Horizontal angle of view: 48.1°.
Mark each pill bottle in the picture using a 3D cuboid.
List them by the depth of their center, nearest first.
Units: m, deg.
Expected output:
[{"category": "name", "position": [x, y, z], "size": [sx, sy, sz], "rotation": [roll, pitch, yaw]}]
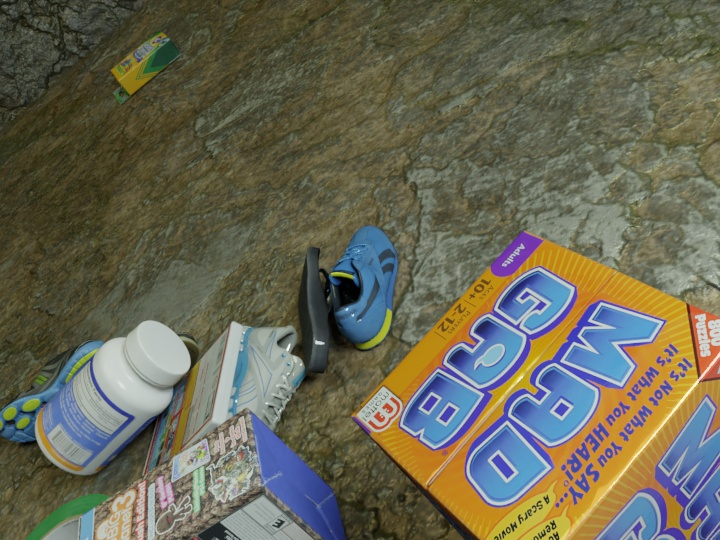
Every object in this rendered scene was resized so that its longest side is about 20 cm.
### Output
[{"category": "pill bottle", "position": [-0.307, 0.156, 1.015], "size": [0.200, 0.112, 0.113], "rotation": [-43, 33, 17]}]

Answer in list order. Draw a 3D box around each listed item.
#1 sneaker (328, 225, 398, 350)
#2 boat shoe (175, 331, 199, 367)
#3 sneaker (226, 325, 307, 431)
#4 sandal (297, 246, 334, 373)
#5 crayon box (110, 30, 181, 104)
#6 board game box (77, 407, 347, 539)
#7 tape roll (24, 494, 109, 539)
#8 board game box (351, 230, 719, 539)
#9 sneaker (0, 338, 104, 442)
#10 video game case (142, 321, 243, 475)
[{"category": "sneaker", "position": [0.000, 0.000, 0.984], "size": [0.065, 0.079, 0.201], "rotation": [-23, 37, 23]}, {"category": "boat shoe", "position": [-0.309, 0.133, 1.110], "size": [0.200, 0.072, 0.066], "rotation": [-33, 41, 15]}, {"category": "sneaker", "position": [-0.105, 0.137, 0.935], "size": [0.086, 0.075, 0.202], "rotation": [-12, 46, 9]}, {"category": "sandal", "position": [-0.049, 0.050, 0.993], "size": [0.042, 0.077, 0.201], "rotation": [5, 39, -12]}, {"category": "crayon box", "position": [-0.559, -0.520, 2.053], "size": [0.200, 0.052, 0.126], "rotation": [-41, 36, -3]}, {"category": "board game box", "position": [-0.134, 0.254, 0.752], "size": [0.199, 0.160, 0.097], "rotation": [-33, 35, 6]}, {"category": "tape roll", "position": [-0.328, 0.354, 0.906], "size": [0.199, 0.048, 0.202], "rotation": [-23, 39, 20]}, {"category": "board game box", "position": [0.157, 0.134, 0.594], "size": [0.200, 0.200, 0.199], "rotation": [-45, 36, -9]}, {"category": "sneaker", "position": [-0.455, 0.178, 1.202], "size": [0.199, 0.071, 0.083], "rotation": [-42, 22, -7]}, {"category": "video game case", "position": [-0.202, 0.169, 0.954], "size": [0.200, 0.017, 0.144], "rotation": [-46, 27, 35]}]
